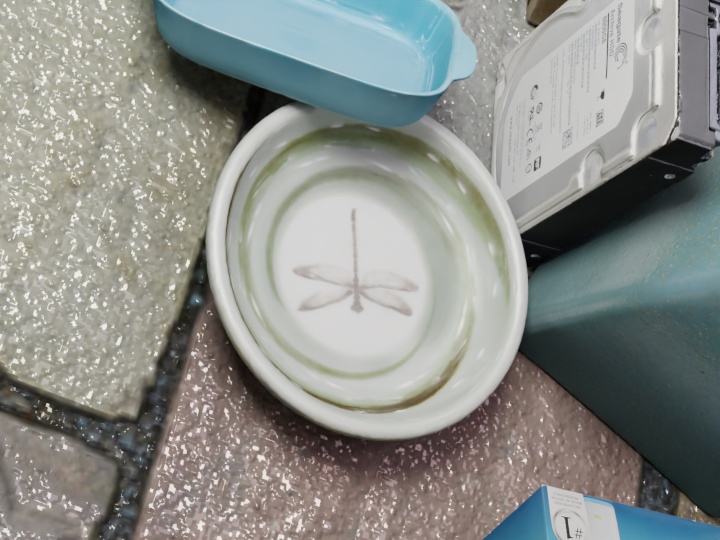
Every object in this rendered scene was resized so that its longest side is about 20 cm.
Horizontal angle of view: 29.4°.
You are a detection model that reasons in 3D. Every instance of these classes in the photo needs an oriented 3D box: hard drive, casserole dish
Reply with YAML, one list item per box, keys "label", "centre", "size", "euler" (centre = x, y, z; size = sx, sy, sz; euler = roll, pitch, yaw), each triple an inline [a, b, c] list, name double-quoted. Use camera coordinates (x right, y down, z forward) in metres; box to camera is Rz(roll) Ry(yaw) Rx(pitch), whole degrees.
- label: "hard drive"
  centre: [0.136, -0.098, 0.794]
  size: [0.037, 0.200, 0.142]
  euler: [14, 69, -21]
- label: "casserole dish"
  centre: [-0.032, -0.139, 0.785]
  size: [0.198, 0.039, 0.122]
  euler: [18, 40, -4]

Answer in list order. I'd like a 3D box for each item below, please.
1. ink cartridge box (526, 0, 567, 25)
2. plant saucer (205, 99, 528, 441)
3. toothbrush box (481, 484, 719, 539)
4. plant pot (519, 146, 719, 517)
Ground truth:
- label: "ink cartridge box"
  centre: [0.220, -0.235, 0.924]
  size: [0.197, 0.075, 0.167]
  euler: [9, 69, -4]
- label: "plant saucer"
  centre: [0.000, 0.000, 0.782]
  size: [0.198, 0.050, 0.203]
  euler: [8, 70, -24]
- label: "toothbrush box"
  centre: [0.145, 0.233, 0.724]
  size: [0.145, 0.085, 0.202]
  euler: [16, 49, -20]
- label: "plant pot"
  centre: [0.239, 0.009, 0.791]
  size: [0.196, 0.200, 0.197]
  euler: [40, 72, -8]
